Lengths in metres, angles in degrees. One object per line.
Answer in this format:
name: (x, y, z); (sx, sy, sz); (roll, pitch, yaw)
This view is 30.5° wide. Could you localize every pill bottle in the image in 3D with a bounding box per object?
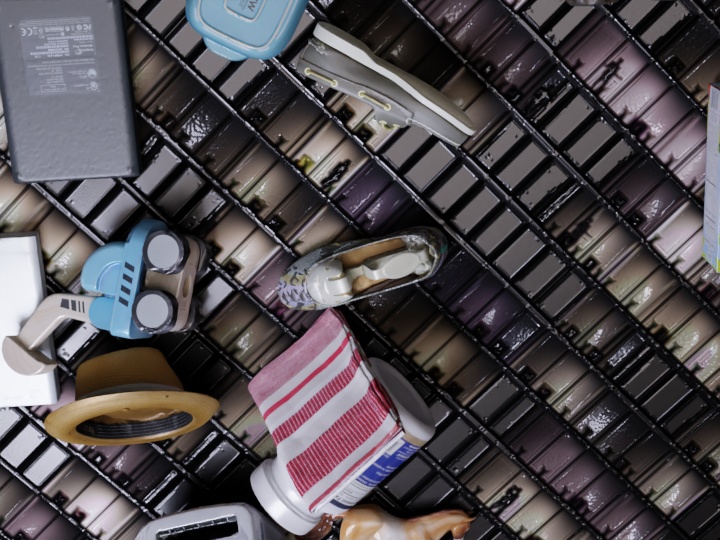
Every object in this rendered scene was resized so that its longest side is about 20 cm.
pill bottle: (-0.022, 0.202, 1.495); (0.200, 0.116, 0.116); (-42, 103, 12)

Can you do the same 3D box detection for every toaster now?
toaster: (-0.163, 0.335, 1.505); (0.199, 0.114, 0.129); (-12, 151, 8)

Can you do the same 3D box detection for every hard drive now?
hard drive: (-0.314, -0.195, 1.413); (0.139, 0.033, 0.201); (-3, 107, 1)
hard drive: (-0.418, 0.058, 1.496); (0.131, 0.026, 0.201); (-3, 107, 1)

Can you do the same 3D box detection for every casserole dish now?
casserole dish: (-0.107, -0.311, 1.375); (0.121, 0.039, 0.200); (24, 107, -7)

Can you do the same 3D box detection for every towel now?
towel: (-0.042, 0.149, 1.446); (0.144, 0.200, 0.023); (-44, 135, 12)

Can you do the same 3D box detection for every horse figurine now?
horse figurine: (0.025, 0.325, 1.568); (0.199, 0.050, 0.133); (17, 107, -6)

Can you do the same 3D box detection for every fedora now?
fedora: (-0.255, 0.136, 1.467); (0.200, 0.201, 0.082); (-12, 70, 4)

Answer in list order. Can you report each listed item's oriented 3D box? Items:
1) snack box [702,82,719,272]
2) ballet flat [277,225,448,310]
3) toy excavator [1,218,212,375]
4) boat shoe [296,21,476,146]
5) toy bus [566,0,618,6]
snack box: (0.461, -0.103, 1.426); (0.168, 0.068, 0.201); (-2, 106, 0)
ballet flat: (0.000, 0.000, 1.457); (0.200, 0.072, 0.072); (-18, 107, 6)
toy excavator: (-0.281, 0.033, 1.449); (0.199, 0.100, 0.195); (11, 91, 13)
boat shoe: (0.028, -0.186, 1.398); (0.201, 0.072, 0.060); (32, 107, -3)
toy bus: (0.280, -0.323, 1.293); (0.199, 0.192, 0.136); (-5, 109, 3)
